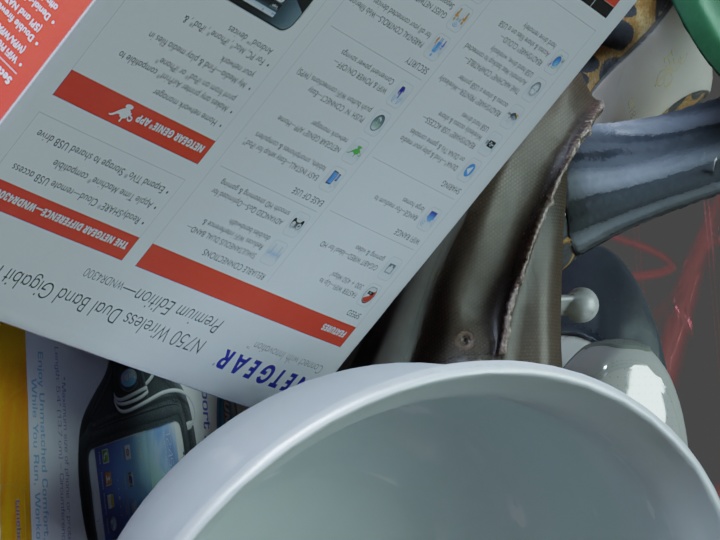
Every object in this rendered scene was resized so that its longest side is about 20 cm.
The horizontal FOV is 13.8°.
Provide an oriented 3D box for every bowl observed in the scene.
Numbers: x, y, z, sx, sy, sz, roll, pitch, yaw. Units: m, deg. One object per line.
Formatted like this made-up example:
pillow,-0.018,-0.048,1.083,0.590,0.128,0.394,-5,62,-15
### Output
bowl,-0.002,0.106,0.808,0.200,0.090,0.202,-10,112,-26

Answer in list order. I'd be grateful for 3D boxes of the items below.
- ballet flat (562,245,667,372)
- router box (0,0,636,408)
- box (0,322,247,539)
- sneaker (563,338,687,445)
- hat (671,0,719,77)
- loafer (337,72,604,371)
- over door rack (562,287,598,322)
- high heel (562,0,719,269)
ballet flat,0.092,0.089,1.222,0.073,0.073,0.201,-7,94,-70
router box,-0.023,-0.060,0.744,0.180,0.049,0.200,-51,151,8
box,-0.075,0.080,0.859,0.200,0.041,0.120,18,69,-71
sneaker,0.104,0.127,1.153,0.080,0.070,0.201,-174,-93,-69
hat,0.099,-0.133,1.014,0.200,0.176,0.166,-38,113,-37
loafer,0.030,0.027,0.908,0.201,0.071,0.073,-65,-171,-6
over door rack,0.065,-0.012,1.133,0.200,0.066,0.148,-63,175,-55
high heel,0.058,-0.064,1.034,0.200,0.142,0.072,-122,-164,-61
